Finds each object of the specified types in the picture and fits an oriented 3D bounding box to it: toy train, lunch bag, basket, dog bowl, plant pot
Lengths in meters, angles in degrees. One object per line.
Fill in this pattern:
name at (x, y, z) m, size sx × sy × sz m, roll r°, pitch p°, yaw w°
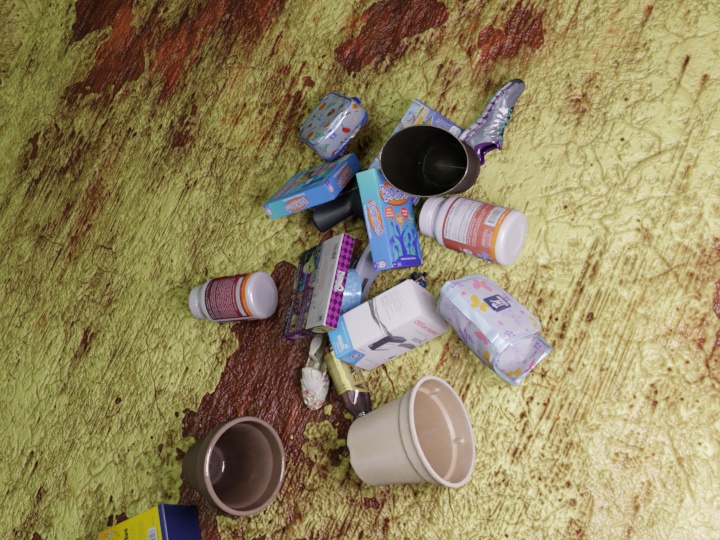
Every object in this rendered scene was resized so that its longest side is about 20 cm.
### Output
toy train at (0.064, 0.066, 1.454) m, size 0.200 × 0.034 × 0.046 m, roll -34°, pitch 62°, yaw 16°
lunch bag at (0.241, 0.101, 1.235) m, size 0.127 × 0.200 × 0.170 m, roll -48°, pitch 55°, yaw 7°
basket at (0.159, -0.213, 1.370) m, size 0.180 × 0.200 × 0.136 m, roll 10°, pitch 98°, yaw 24°
lunch bag at (-0.064, -0.349, 1.624) m, size 0.160 × 0.076 × 0.200 m, roll -49°, pitch 30°, yaw 3°
dog bowl at (-0.069, 0.049, 1.474) m, size 0.200 × 0.050 × 0.112 m, roll -2°, pitch 82°, yaw 58°
plant pot at (-0.289, 0.419, 1.452) m, size 0.174 × 0.200 × 0.201 m, roll -18°, pitch 62°, yaw 43°
plant pot at (0.082, 0.318, 1.267) m, size 0.183 × 0.200 × 0.201 m, roll -25°, pitch 61°, yaw 33°

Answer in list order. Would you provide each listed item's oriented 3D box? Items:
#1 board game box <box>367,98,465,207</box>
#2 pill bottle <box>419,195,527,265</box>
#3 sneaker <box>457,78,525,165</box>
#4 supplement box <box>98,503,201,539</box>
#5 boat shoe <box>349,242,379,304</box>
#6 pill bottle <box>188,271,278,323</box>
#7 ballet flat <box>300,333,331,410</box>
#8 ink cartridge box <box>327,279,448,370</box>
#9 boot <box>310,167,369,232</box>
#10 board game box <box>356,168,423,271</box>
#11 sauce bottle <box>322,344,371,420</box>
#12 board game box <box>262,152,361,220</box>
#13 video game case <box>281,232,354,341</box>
board game box at (0.122, -0.260, 1.506) m, size 0.135 × 0.034 × 0.200 m, roll 35°, pitch 91°, yaw 6°
pill bottle at (0.223, -0.088, 1.371) m, size 0.200 × 0.112 × 0.112 m, roll 20°, pitch 83°, yaw 35°
sneaker at (0.294, -0.307, 1.446) m, size 0.200 × 0.074 × 0.088 m, roll -50°, pitch 65°, yaw 19°
supplement box at (-0.470, 0.607, 1.517) m, size 0.200 × 0.109 × 0.110 m, roll -29°, pitch 60°, yaw 18°
boat shoe at (0.000, 0.000, 1.490) m, size 0.066 × 0.070 × 0.200 m, roll 38°, pitch 110°, yaw 41°
pill bottle at (-0.307, 0.067, 1.623) m, size 0.200 × 0.113 × 0.113 m, roll -7°, pitch 68°, yaw 28°
ballet flat at (-0.096, 0.200, 1.479) m, size 0.076 × 0.064 × 0.200 m, roll 4°, pitch 75°, yaw 31°
ink cartridge box at (0.055, 0.115, 1.372) m, size 0.200 × 0.145 × 0.084 m, roll -29°, pitch 60°, yaw 18°
boot at (-0.023, -0.125, 1.549) m, size 0.168 × 0.076 × 0.200 m, roll -28°, pitch 53°, yaw 15°
board game box at (0.063, -0.103, 1.406) m, size 0.045 × 0.152 × 0.200 m, roll -13°, pitch 87°, yaw 29°
sauce bottle at (-0.017, 0.245, 1.408) m, size 0.066 × 0.066 × 0.200 m, roll -30°, pitch 73°, yaw 18°
board game box at (-0.113, -0.195, 1.582) m, size 0.200 × 0.045 × 0.152 m, roll -13°, pitch 29°, yaw 38°
video game case at (-0.089, 0.038, 1.407) m, size 0.181 × 0.036 × 0.200 m, roll -21°, pitch 52°, yaw 53°
